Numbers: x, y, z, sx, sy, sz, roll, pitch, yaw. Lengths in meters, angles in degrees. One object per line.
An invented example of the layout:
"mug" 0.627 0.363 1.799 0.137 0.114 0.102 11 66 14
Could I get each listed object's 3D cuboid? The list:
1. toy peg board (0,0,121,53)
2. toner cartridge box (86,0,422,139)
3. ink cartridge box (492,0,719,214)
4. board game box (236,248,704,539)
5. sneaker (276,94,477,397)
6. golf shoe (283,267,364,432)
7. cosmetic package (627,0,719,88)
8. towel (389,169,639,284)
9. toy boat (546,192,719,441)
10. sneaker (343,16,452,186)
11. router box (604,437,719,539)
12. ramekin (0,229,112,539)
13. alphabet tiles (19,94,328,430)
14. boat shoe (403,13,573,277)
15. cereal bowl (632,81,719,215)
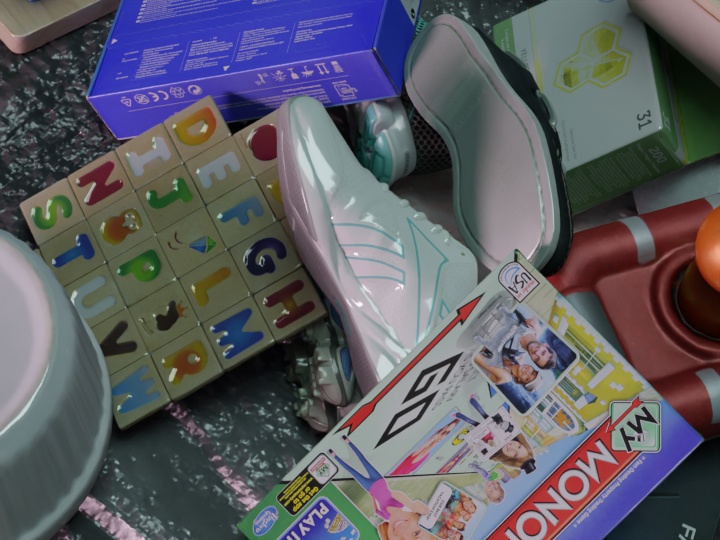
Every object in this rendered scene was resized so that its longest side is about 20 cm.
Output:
"toy peg board" -0.202 -0.279 1.197 0.199 0.098 0.200 -31 64 -27
"toner cartridge box" -0.064 -0.141 1.096 0.199 0.043 0.095 -6 50 26
"ink cartridge box" 0.181 -0.125 1.080 0.200 0.048 0.146 -23 48 25
"board game box" 0.055 0.106 0.900 0.135 0.029 0.200 45 94 5
"sneaker" 0.014 -0.006 0.962 0.080 0.070 0.201 -24 88 -10
"golf shoe" 0.000 0.000 1.056 0.097 0.078 0.201 -1 64 -17
"cosmetic package" 0.245 -0.144 1.003 0.103 0.073 0.200 -33 51 -10
"towel" 0.127 -0.042 1.126 0.200 0.032 0.191 25 55 10
"toy boat" 0.194 0.008 0.941 0.199 0.131 0.131 -16 64 -16
"sneaker" 0.033 -0.127 1.133 0.091 0.078 0.200 -4 48 -10
"router box" 0.122 0.116 0.983 0.149 0.062 0.200 22 60 5
"ramekin" -0.233 0.059 0.943 0.202 0.094 0.203 1 56 -2
"alphabet tiles" -0.111 -0.008 1.026 0.200 0.006 0.167 -29 62 1
"boat shoe" 0.084 -0.068 0.993 0.060 0.076 0.200 21 38 -35
"cereal bowl" 0.273 -0.060 1.105 0.199 0.083 0.201 9 61 -18
